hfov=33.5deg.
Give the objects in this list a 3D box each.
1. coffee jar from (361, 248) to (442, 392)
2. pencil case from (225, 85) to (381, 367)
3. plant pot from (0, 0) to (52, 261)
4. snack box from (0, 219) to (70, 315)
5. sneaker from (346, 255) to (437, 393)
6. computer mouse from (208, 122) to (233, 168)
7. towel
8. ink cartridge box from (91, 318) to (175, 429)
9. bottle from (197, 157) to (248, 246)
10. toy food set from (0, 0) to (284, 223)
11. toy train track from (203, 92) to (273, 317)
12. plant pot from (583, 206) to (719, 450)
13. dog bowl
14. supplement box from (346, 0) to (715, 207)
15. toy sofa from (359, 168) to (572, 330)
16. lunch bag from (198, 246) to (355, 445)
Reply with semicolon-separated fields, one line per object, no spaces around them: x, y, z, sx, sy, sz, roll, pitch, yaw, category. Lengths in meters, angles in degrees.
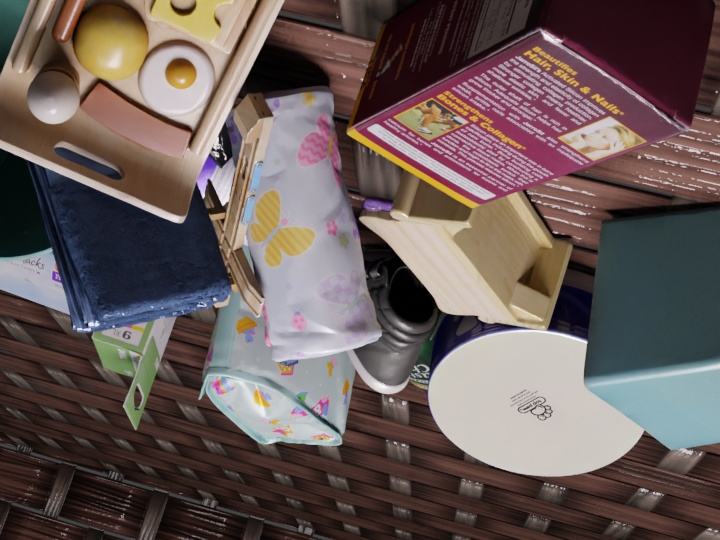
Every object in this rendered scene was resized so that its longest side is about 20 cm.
0.057;0.058;1.187;0.104;0.086;0.200;-2;153;40;coffee jar
-0.041;-0.034;0.873;0.083;0.202;0.091;-10;-176;27;pencil case
-0.291;-0.112;0.890;0.200;0.202;0.161;31;167;-33;plant pot
-0.243;-0.022;0.994;0.199;0.053;0.142;18;-157;24;snack box
0.000;0.000;1.048;0.070;0.201;0.099;-16;152;-41;sneaker
-0.104;-0.079;0.921;0.034;0.059;0.201;-16;124;3;computer mouse
-0.165;-0.058;0.810;0.111;0.201;0.049;-10;160;-33;towel
-0.228;0.051;1.229;0.059;0.201;0.104;17;159;1;ink cartridge box
-0.122;-0.077;0.991;0.199;0.065;0.084;23;116;-16;bottle
-0.133;-0.141;0.733;0.143;0.061;0.201;23;115;-17;toy food set
-0.096;-0.042;0.838;0.032;0.115;0.201;-11;146;-26;toy train track
0.293;0.036;0.883;0.199;0.142;0.141;-13;145;41;plant pot
0.161;0.094;1.079;0.198;0.079;0.201;8;134;8;dog bowl
0.094;-0.117;0.709;0.110;0.086;0.200;27;158;-24;supplement box
0.086;-0.033;0.935;0.097;0.083;0.200;8;158;32;toy sofa
-0.088;0.066;1.200;0.121;0.172;0.200;-3;152;27;lunch bag
